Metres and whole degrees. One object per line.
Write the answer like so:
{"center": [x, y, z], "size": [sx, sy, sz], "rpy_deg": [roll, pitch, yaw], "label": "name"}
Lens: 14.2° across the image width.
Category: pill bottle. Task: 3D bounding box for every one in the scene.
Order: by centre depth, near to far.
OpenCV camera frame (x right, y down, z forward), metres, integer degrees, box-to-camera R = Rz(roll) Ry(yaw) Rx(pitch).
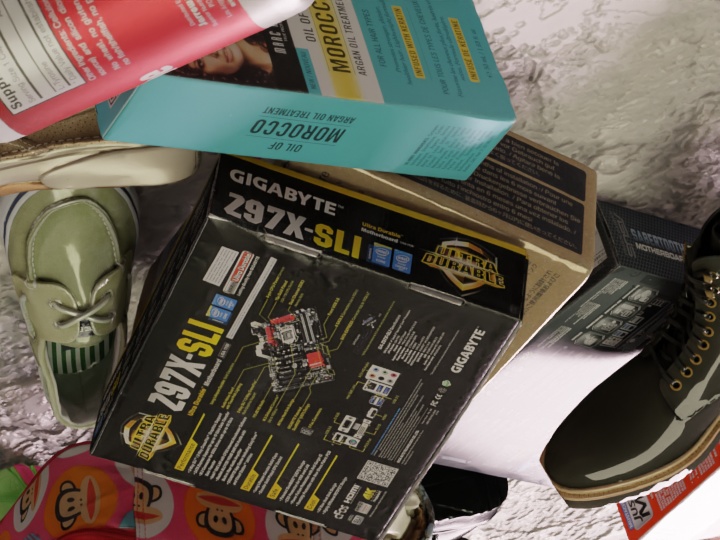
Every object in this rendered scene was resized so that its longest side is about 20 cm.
{"center": [-0.126, -0.122, 1.193], "size": [0.199, 0.113, 0.112], "rpy_deg": [-23, 150, 10], "label": "pill bottle"}

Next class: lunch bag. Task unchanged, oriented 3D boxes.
{"center": [-0.106, 0.173, 1.595], "size": [0.199, 0.082, 0.176], "rpy_deg": [14, 143, -24], "label": "lunch bag"}

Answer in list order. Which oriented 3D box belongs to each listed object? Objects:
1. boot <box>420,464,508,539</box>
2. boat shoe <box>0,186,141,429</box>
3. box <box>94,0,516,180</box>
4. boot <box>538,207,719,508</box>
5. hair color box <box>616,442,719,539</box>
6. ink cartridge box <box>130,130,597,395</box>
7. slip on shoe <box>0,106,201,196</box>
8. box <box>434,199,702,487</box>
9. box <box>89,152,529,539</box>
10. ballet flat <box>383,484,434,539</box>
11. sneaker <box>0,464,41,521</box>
{"center": [-0.014, 0.171, 1.780], "size": [0.197, 0.074, 0.163], "rpy_deg": [-4, 149, -27], "label": "boot"}
{"center": [-0.139, 0.008, 1.449], "size": [0.071, 0.062, 0.200], "rpy_deg": [-13, 149, -8], "label": "boat shoe"}
{"center": [-0.031, -0.096, 1.317], "size": [0.199, 0.083, 0.049], "rpy_deg": [5, 142, -34], "label": "box"}
{"center": [0.171, 0.034, 1.562], "size": [0.199, 0.078, 0.139], "rpy_deg": [-35, 144, -3], "label": "boot"}
{"center": [0.256, 0.100, 1.809], "size": [0.110, 0.064, 0.200], "rpy_deg": [4, 145, -34], "label": "hair color box"}
{"center": [0.000, 0.000, 1.447], "size": [0.164, 0.075, 0.200], "rpy_deg": [24, 136, -17], "label": "ink cartridge box"}
{"center": [-0.172, -0.066, 1.320], "size": [0.198, 0.076, 0.061], "rpy_deg": [-4, 109, -6], "label": "slip on shoe"}
{"center": [0.124, 0.046, 1.663], "size": [0.157, 0.051, 0.200], "rpy_deg": [14, 137, -42], "label": "box"}
{"center": [-0.027, 0.042, 1.405], "size": [0.159, 0.050, 0.200], "rpy_deg": [19, 137, -10], "label": "box"}
{"center": [-0.029, 0.103, 1.616], "size": [0.074, 0.075, 0.200], "rpy_deg": [-34, 131, 27], "label": "ballet flat"}
{"center": [-0.180, 0.176, 1.706], "size": [0.083, 0.077, 0.200], "rpy_deg": [-22, 140, 19], "label": "sneaker"}
